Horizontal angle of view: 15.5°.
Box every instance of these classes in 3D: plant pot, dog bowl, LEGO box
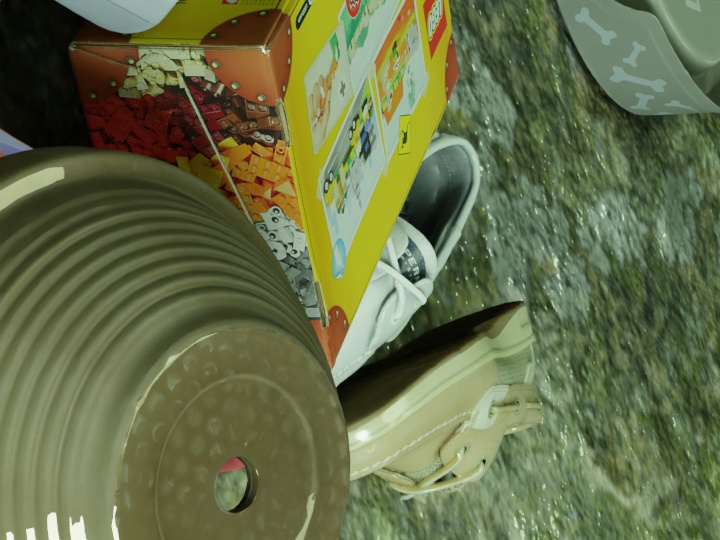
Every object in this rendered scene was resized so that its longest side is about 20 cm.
[{"bbox_3d":[-0.068,0.062,0.840,0.200,0.092,0.202,-4,96,-46],"label":"plant pot"},{"bbox_3d":[0.162,-0.180,1.502,0.200,0.058,0.201,36,47,-50],"label":"dog bowl"},{"bbox_3d":[-0.029,-0.080,1.023,0.200,0.077,0.150,-66,153,-48],"label":"LEGO box"}]

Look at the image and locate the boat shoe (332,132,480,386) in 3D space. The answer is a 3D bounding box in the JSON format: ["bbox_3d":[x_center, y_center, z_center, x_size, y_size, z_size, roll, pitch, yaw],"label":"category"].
[{"bbox_3d":[0.000,0.000,1.097,0.072,0.068,0.200,67,29,-15],"label":"boat shoe"}]

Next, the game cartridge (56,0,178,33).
[{"bbox_3d":[-0.124,-0.178,0.918,0.200,0.040,0.134,43,40,-11],"label":"game cartridge"}]

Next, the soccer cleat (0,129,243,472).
[{"bbox_3d":[-0.094,0.007,0.929,0.200,0.066,0.077,40,39,-44],"label":"soccer cleat"}]

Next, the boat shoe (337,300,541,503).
[{"bbox_3d":[0.034,0.064,1.130,0.200,0.072,0.065,-26,98,-68],"label":"boat shoe"}]
